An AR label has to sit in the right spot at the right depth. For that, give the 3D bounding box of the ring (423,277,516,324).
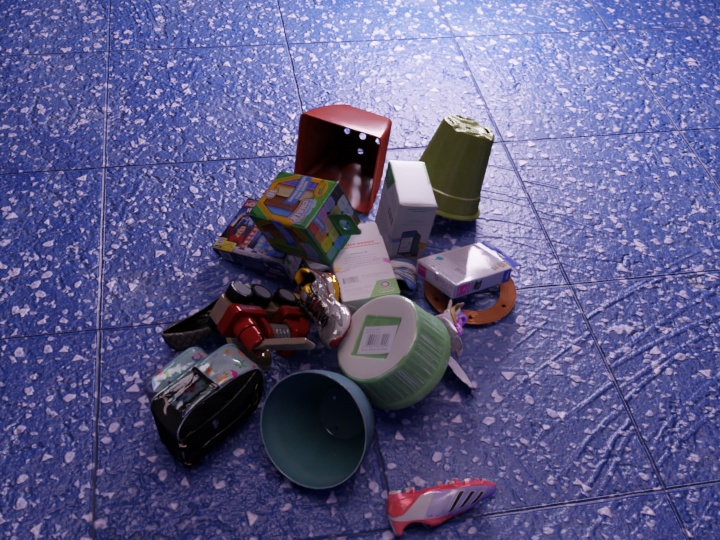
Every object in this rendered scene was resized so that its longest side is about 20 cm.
[{"bbox_3d":[0.233,0.042,1.809,0.200,0.019,0.201,2,48,-3],"label":"ring"}]

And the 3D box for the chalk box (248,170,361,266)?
[{"bbox_3d":[-0.093,-0.099,1.662,0.200,0.125,0.124,16,62,37],"label":"chalk box"}]

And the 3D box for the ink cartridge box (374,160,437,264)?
[{"bbox_3d":[0.092,-0.114,1.816,0.087,0.200,0.146,2,45,-14],"label":"ink cartridge box"}]

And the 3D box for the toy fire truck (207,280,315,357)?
[{"bbox_3d":[-0.150,0.110,1.524,0.176,0.129,0.200,11,31,-49],"label":"toy fire truck"}]

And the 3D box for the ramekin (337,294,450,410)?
[{"bbox_3d":[0.054,0.141,1.530,0.200,0.098,0.200,-23,46,26],"label":"ramekin"}]

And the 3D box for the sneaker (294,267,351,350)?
[{"bbox_3d":[-0.078,0.070,1.573,0.082,0.078,0.200,24,26,-34],"label":"sneaker"}]

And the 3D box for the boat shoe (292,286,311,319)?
[{"bbox_3d":[-0.054,0.083,1.707,0.200,0.070,0.070,34,57,24],"label":"boat shoe"}]

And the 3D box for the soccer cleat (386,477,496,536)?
[{"bbox_3d":[0.140,0.400,1.444,0.200,0.067,0.077,-5,78,-17],"label":"soccer cleat"}]

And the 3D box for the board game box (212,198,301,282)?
[{"bbox_3d":[-0.183,-0.087,1.826,0.200,0.062,0.200,14,58,32],"label":"board game box"}]

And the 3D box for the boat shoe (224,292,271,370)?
[{"bbox_3d":[-0.224,0.112,1.655,0.073,0.063,0.201,15,30,-41],"label":"boat shoe"}]

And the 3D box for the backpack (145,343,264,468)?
[{"bbox_3d":[-0.269,0.223,1.483,0.200,0.178,0.151,-35,61,-25],"label":"backpack"}]

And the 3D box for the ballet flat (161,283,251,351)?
[{"bbox_3d":[-0.293,0.090,1.631,0.200,0.057,0.067,-36,48,5],"label":"ballet flat"}]

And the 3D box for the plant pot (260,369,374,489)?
[{"bbox_3d":[-0.056,0.264,1.479,0.200,0.200,0.135,27,14,19],"label":"plant pot"}]

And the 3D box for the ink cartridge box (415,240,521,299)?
[{"bbox_3d":[0.230,-0.004,1.781,0.200,0.042,0.119,-18,39,-34],"label":"ink cartridge box"}]

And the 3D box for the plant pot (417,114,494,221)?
[{"bbox_3d":[0.212,-0.243,1.914,0.200,0.190,0.200,16,28,-9],"label":"plant pot"}]

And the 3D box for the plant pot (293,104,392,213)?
[{"bbox_3d":[-0.024,-0.283,1.983,0.200,0.200,0.176,20,37,13],"label":"plant pot"}]

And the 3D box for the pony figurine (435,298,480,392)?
[{"bbox_3d":[0.135,0.147,1.629,0.200,0.167,0.193,-20,42,-3],"label":"pony figurine"}]

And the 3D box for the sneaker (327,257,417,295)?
[{"bbox_3d":[0.027,0.022,1.772,0.199,0.077,0.085,-3,51,-8],"label":"sneaker"}]

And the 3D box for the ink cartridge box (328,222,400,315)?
[{"bbox_3d":[0.000,0.000,1.693,0.117,0.067,0.200,-9,49,-8],"label":"ink cartridge box"}]

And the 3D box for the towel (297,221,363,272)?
[{"bbox_3d":[-0.079,-0.066,1.848,0.200,0.035,0.193,-19,46,-14],"label":"towel"}]
